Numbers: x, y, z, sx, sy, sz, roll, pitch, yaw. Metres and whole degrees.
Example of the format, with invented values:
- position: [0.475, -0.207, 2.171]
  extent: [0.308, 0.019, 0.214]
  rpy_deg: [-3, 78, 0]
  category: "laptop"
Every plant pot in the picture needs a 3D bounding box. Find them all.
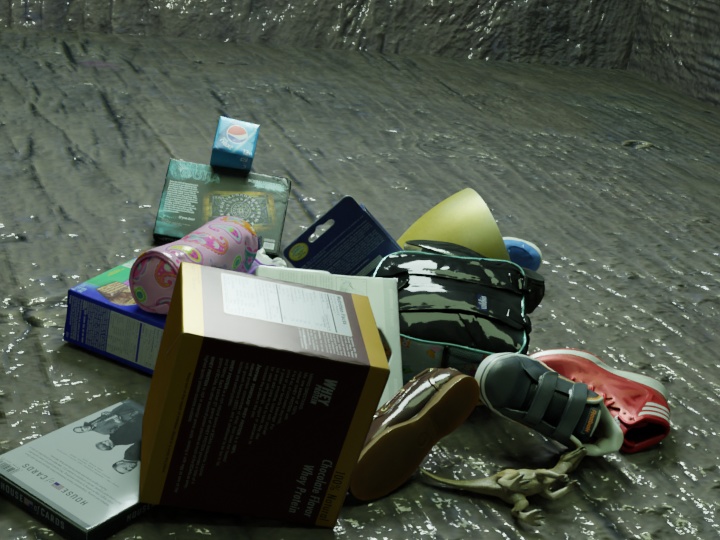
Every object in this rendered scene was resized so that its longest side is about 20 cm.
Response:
- position: [0.122, -0.001, 1.567]
  extent: [0.141, 0.201, 0.200]
  rpy_deg: [-19, 28, -8]
  category: "plant pot"

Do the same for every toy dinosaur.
- position: [0.163, 0.233, 1.175]
  extent: [0.198, 0.059, 0.101]
  rpy_deg: [-5, 8, -12]
  category: "toy dinosaur"

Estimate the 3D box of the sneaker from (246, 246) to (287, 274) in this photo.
- position: [-0.150, 0.023, 1.542]
  extent: [0.083, 0.081, 0.200]
  rpy_deg: [-20, 25, -22]
  category: "sneaker"

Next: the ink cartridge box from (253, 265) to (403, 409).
- position: [-0.041, 0.097, 1.261]
  extent: [0.172, 0.044, 0.202]
  rpy_deg: [6, 62, -15]
  category: "ink cartridge box"

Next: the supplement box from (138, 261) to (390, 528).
- position: [-0.100, 0.124, 1.072]
  extent: [0.198, 0.199, 0.133]
  rpy_deg: [11, 27, -15]
  category: "supplement box"

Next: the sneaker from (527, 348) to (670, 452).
- position: [0.294, 0.161, 1.353]
  extent: [0.198, 0.079, 0.116]
  rpy_deg: [9, 20, 2]
  category: "sneaker"

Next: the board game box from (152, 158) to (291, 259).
- position: [-0.217, -0.098, 1.724]
  extent: [0.198, 0.136, 0.028]
  rpy_deg: [10, -22, -1]
  category: "board game box"

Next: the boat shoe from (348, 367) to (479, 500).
- position: [0.043, 0.175, 1.188]
  extent: [0.199, 0.071, 0.070]
  rpy_deg: [-33, 32, -33]
  category: "boat shoe"

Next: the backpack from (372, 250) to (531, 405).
- position: [0.101, 0.068, 1.365]
  extent: [0.198, 0.154, 0.177]
  rpy_deg: [13, 46, -4]
  category: "backpack"

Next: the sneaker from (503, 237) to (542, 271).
- position: [0.189, -0.013, 1.728]
  extent: [0.198, 0.077, 0.111]
  rpy_deg: [8, 15, 7]
  category: "sneaker"

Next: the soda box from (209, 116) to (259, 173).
- position: [-0.216, -0.172, 1.801]
  extent: [0.067, 0.200, 0.065]
  rpy_deg: [12, 64, -8]
  category: "soda box"

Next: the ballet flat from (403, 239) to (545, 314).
- position: [0.149, 0.005, 1.449]
  extent: [0.199, 0.057, 0.066]
  rpy_deg: [20, 18, 4]
  category: "ballet flat"

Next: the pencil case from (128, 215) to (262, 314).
- position: [-0.202, -0.009, 1.356]
  extent: [0.087, 0.088, 0.200]
  rpy_deg: [17, 21, 18]
  category: "pencil case"

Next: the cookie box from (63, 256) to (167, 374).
- position: [-0.242, 0.060, 1.377]
  extent: [0.199, 0.076, 0.171]
  rpy_deg: [18, 23, 18]
  category: "cookie box"

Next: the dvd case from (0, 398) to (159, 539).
- position: [-0.255, 0.198, 1.103]
  extent: [0.150, 0.025, 0.200]
  rpy_deg: [22, 25, 28]
  category: "dvd case"

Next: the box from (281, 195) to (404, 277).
- position: [0.000, 0.000, 1.427]
  extent: [0.200, 0.121, 0.032]
  rpy_deg: [47, 8, -26]
  category: "box"

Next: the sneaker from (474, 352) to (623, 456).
- position: [0.223, 0.154, 1.245]
  extent: [0.199, 0.079, 0.079]
  rpy_deg: [27, -6, -30]
  category: "sneaker"
